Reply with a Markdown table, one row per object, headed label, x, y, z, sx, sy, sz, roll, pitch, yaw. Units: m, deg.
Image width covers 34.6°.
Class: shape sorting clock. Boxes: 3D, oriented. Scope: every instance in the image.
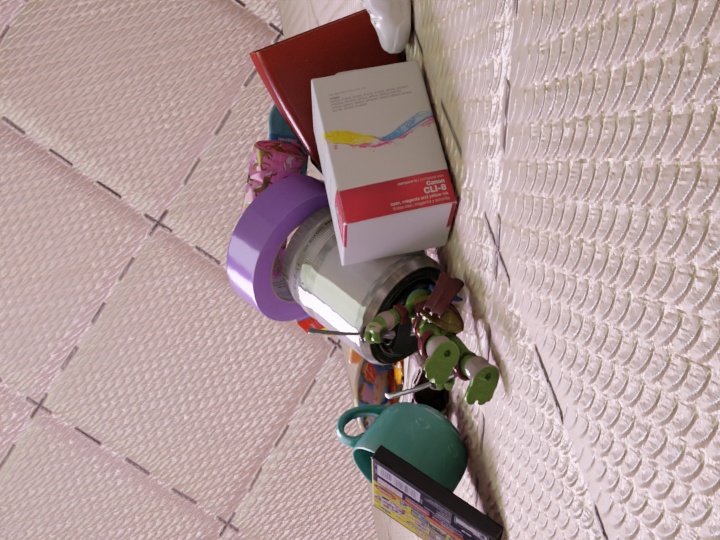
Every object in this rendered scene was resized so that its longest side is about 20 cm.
| label | x | y | z | sx | sy | sz | roll | pitch | yaw |
| --- | --- | --- | --- | --- | --- | --- | --- | --- | --- |
| shape sorting clock | 0.051 | 0.223 | 1.966 | 0.199 | 0.039 | 0.203 | 24 | -121 | -47 |

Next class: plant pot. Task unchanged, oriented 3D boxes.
| label | x | y | z | sx | sy | sz | roll | pitch | yaw |
| --- | --- | --- | --- | --- | --- | --- | --- | --- | --- |
| plant pot | -0.032 | -0.255 | 1.619 | 0.200 | 0.197 | 0.179 | -127 | 17 | -77 |

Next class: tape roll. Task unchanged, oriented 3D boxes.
| label | x | y | z | sx | sy | sz | roll | pitch | yaw |
| --- | --- | --- | --- | --- | --- | --- | --- | --- | --- |
| tape roll | -0.094 | -0.031 | 1.643 | 0.065 | 0.199 | 0.202 | 34 | 146 | 34 |

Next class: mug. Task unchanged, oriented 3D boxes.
| label | x | y | z | sx | sy | sz | roll | pitch | yaw |
| --- | --- | --- | --- | --- | --- | --- | --- | --- | --- |
| mug | 0.069 | 0.253 | 1.668 | 0.185 | 0.115 | 0.152 | 46 | 155 | -10 |

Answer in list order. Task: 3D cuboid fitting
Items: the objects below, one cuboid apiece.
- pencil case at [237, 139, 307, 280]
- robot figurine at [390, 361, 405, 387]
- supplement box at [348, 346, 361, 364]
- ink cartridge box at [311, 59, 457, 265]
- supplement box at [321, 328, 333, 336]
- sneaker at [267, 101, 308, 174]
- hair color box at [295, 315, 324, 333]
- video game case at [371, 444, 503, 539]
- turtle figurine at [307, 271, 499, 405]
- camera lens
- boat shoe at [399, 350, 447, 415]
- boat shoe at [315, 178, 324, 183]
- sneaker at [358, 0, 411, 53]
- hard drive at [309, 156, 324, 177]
| label | x | y | z | sx | sy | sz | roll | pitch | yaw |
| --- | --- | --- | --- | --- | --- | --- | --- | --- | --- |
| pencil case | -0.133 | -0.091 | 1.694 | 0.087 | 0.081 | 0.203 | -66 | -12 | -74 |
| robot figurine | 0.078 | 0.133 | 1.872 | 0.200 | 0.057 | 0.148 | 142 | 116 | -84 |
| supplement box | 0.019 | 0.065 | 2.039 | 0.069 | 0.065 | 0.204 | -130 | 46 | -87 |
| ink cartridge box | 0.025 | -0.135 | 1.450 | 0.146 | 0.142 | 0.203 | 93 | 164 | -70 |
| supplement box | 0.000 | 0.000 | 1.859 | 0.110 | 0.107 | 0.203 | 97 | 180 | -71 |
| sneaker | -0.113 | -0.184 | 1.817 | 0.131 | 0.078 | 0.203 | 106 | 177 | -76 |
| hair color box | -0.008 | 0.013 | 1.750 | 0.061 | 0.197 | 0.103 | 51 | -156 | -64 |
| video game case | 0.101 | 0.336 | 1.590 | 0.198 | 0.026 | 0.182 | 31 | 154 | 18 |
| turtle figurine | 0.071 | 0.110 | 1.395 | 0.145 | 0.198 | 0.194 | 66 | 170 | -24 |
| camera lens | 0.008 | 0.019 | 1.574 | 0.199 | 0.159 | 0.162 | 35 | 146 | 35 |
| boat shoe | 0.098 | 0.200 | 1.739 | 0.075 | 0.074 | 0.205 | -120 | 20 | -55 |
| boat shoe | -0.023 | -0.097 | 1.777 | 0.200 | 0.059 | 0.073 | 31 | 125 | 59 |
| sneaker | 0.016 | -0.347 | 1.418 | 0.201 | 0.087 | 0.076 | 86 | 169 | -53 |
| hard drive | -0.003 | -0.145 | 1.777 | 0.200 | 0.138 | 0.033 | -126 | 58 | -76 |
